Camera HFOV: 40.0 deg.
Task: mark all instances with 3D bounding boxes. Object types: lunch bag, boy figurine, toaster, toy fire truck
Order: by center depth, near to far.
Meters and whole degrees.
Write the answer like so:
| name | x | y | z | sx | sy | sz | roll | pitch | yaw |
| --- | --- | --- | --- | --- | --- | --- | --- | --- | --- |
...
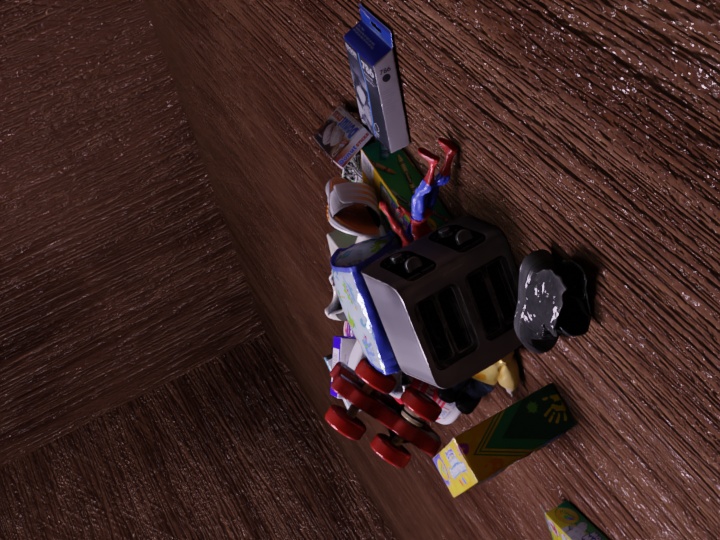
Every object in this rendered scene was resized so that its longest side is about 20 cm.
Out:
| name | x | y | z | sx | sy | sz | roll | pitch | yaw |
| --- | --- | --- | --- | --- | --- | --- | --- | --- | --- |
| toaster | 0.121 | 0.051 | 1.348 | 0.119 | 0.180 | 0.201 | 21 | 135 | 65 |
| lunch bag | 0.028 | 0.047 | 1.478 | 0.200 | 0.127 | 0.171 | -64 | -46 | -75 |
| boy figurine | 0.188 | 0.147 | 1.495 | 0.124 | 0.065 | 0.200 | 33 | 146 | 3 |
| toy fire truck | 0.039 | 0.216 | 1.566 | 0.200 | 0.112 | 0.168 | 32 | -175 | -1 |

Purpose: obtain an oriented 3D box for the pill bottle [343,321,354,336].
| name | x | y | z | sx | sy | sz | roll | pitch | yaw |
| --- | --- | --- | --- | --- | --- | --- | --- | --- | --- |
| pill bottle | 0.038 | 0.118 | 1.968 | 0.113 | 0.112 | 0.200 | 64 | 167 | -3 |

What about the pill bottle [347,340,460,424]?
| name | x | y | z | sx | sy | sz | roll | pitch | yaw |
| --- | --- | --- | --- | --- | --- | --- | --- | --- | --- |
| pill bottle | 0.084 | 0.178 | 1.697 | 0.199 | 0.113 | 0.112 | 25 | 176 | -16 |

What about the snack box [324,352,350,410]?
| name | x | y | z | sx | sy | sz | roll | pitch | yaw |
| --- | --- | --- | --- | --- | --- | --- | --- | --- | --- |
| snack box | 0.046 | 0.173 | 1.847 | 0.117 | 0.199 | 0.037 | 66 | 173 | -10 |

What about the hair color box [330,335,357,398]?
| name | x | y | z | sx | sy | sz | roll | pitch | yaw |
| --- | --- | --- | --- | --- | --- | --- | --- | --- | --- |
| hair color box | 0.051 | 0.177 | 1.786 | 0.065 | 0.199 | 0.110 | 180 | 94 | -75 |

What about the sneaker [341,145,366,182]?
| name | x | y | z | sx | sy | sz | roll | pitch | yaw |
| --- | --- | --- | --- | --- | --- | --- | --- | --- | --- |
| sneaker | -0.005 | -0.143 | 1.691 | 0.078 | 0.085 | 0.200 | 50 | 161 | 46 |

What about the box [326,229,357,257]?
| name | x | y | z | sx | sy | sz | roll | pitch | yaw |
| --- | --- | --- | --- | --- | --- | --- | --- | --- | --- |
| box | 0.039 | 0.012 | 1.768 | 0.200 | 0.109 | 0.128 | 53 | 164 | 39 |

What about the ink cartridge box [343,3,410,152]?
| name | x | y | z | sx | sy | sz | roll | pitch | yaw |
| --- | --- | --- | --- | --- | --- | --- | --- | --- | --- |
| ink cartridge box | 0.021 | -0.276 | 1.434 | 0.100 | 0.039 | 0.200 | 52 | 162 | 43 |

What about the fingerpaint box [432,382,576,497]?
| name | x | y | z | sx | sy | sz | roll | pitch | yaw |
| --- | --- | --- | --- | --- | --- | --- | --- | --- | --- |
| fingerpaint box | 0.206 | 0.255 | 1.456 | 0.074 | 0.166 | 0.200 | 60 | 166 | 14 |

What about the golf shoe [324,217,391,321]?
| name | x | y | z | sx | sy | sz | roll | pitch | yaw |
| --- | --- | --- | --- | --- | --- | --- | --- | --- | --- |
| golf shoe | 0.000 | 0.000 | 1.601 | 0.077 | 0.088 | 0.201 | 45 | 134 | 47 |

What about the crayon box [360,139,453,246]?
| name | x | y | z | sx | sy | sz | roll | pitch | yaw |
| --- | --- | --- | --- | --- | --- | --- | --- | --- | --- |
| crayon box | 0.073 | -0.097 | 1.533 | 0.200 | 0.058 | 0.119 | 57 | 166 | 26 |

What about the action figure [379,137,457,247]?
| name | x | y | z | sx | sy | sz | roll | pitch | yaw |
| --- | --- | --- | --- | --- | --- | --- | --- | --- | --- |
| action figure | 0.070 | -0.103 | 1.386 | 0.099 | 0.065 | 0.201 | 38 | 138 | 30 |

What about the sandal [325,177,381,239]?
| name | x | y | z | sx | sy | sz | roll | pitch | yaw |
| --- | --- | --- | --- | --- | --- | --- | --- | --- | --- |
| sandal | -0.014 | -0.116 | 1.547 | 0.207 | 0.079 | 0.059 | -111 | 36 | -58 |

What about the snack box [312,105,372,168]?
| name | x | y | z | sx | sy | sz | roll | pitch | yaw |
| --- | --- | --- | --- | --- | --- | --- | --- | --- | --- |
| snack box | -0.031 | -0.218 | 1.603 | 0.024 | 0.072 | 0.200 | 41 | -174 | -22 |

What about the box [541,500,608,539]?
| name | x | y | z | sx | sy | sz | roll | pitch | yaw |
| --- | --- | --- | --- | --- | --- | --- | --- | --- | --- |
| box | 0.352 | 0.442 | 1.519 | 0.200 | 0.048 | 0.118 | 38 | 152 | 57 |

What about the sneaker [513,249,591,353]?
| name | x | y | z | sx | sy | sz | roll | pitch | yaw |
| --- | --- | --- | --- | --- | --- | --- | --- | --- | --- |
| sneaker | 0.234 | 0.053 | 1.190 | 0.104 | 0.060 | 0.200 | -123 | 17 | -46 |
